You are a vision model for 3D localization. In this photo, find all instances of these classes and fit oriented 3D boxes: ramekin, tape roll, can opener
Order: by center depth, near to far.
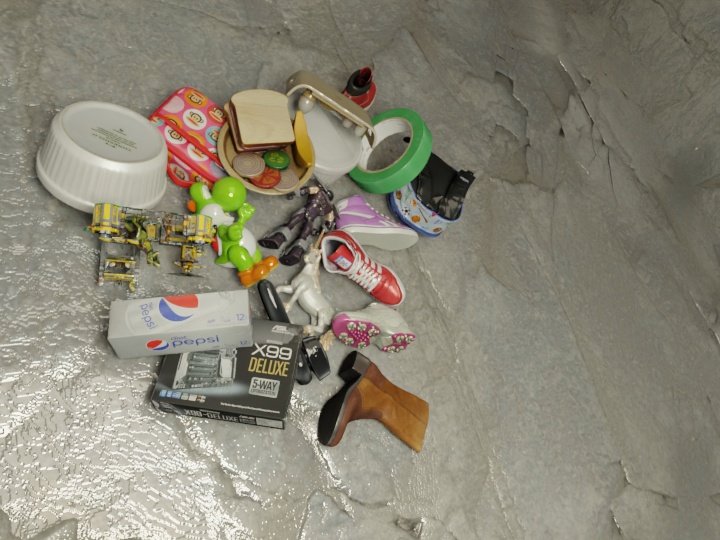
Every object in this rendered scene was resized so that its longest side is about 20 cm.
[{"bbox_3d":[-0.408,-0.189,0.909,0.201,0.094,0.203,21,38,-18],"label":"ramekin"},{"bbox_3d":[-0.126,0.106,0.960,0.078,0.063,0.201,-30,95,-24],"label":"can opener"},{"bbox_3d":[-0.103,-0.269,1.194,0.201,0.094,0.204,17,55,-25],"label":"ramekin"},{"bbox_3d":[0.061,-0.267,1.248,0.048,0.199,0.202,40,41,-47],"label":"tape roll"}]

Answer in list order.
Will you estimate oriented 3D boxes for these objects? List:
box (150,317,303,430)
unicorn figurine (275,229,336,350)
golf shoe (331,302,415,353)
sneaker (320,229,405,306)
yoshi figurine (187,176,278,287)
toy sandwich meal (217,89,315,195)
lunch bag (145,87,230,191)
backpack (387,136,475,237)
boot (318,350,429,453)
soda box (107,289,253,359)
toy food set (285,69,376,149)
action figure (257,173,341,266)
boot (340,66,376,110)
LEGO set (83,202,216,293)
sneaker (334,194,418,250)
[{"bbox_3d":[-0.197,0.149,0.863,0.198,0.050,0.159,9,55,0],"label":"box"},{"bbox_3d":[-0.096,0.047,1.030,0.137,0.073,0.201,-40,117,-40],"label":"unicorn figurine"},{"bbox_3d":[0.018,0.102,1.081,0.199,0.075,0.092,20,38,-42],"label":"golf shoe"},{"bbox_3d":[0.000,0.000,1.089,0.200,0.071,0.112,43,15,7],"label":"sneaker"},{"bbox_3d":[-0.213,-0.080,0.982,0.112,0.112,0.201,-40,100,-33],"label":"yoshi figurine"},{"bbox_3d":[-0.168,-0.237,1.028,0.203,0.070,0.207,8,65,-17],"label":"toy sandwich meal"},{"bbox_3d":[-0.303,-0.229,1.054,0.199,0.082,0.177,37,53,-12],"label":"lunch bag"},{"bbox_3d":[0.149,-0.175,1.286,0.199,0.154,0.191,27,42,-16],"label":"backpack"},{"bbox_3d":[0.030,0.272,1.009,0.200,0.068,0.189,40,40,-18],"label":"boot"},{"bbox_3d":[-0.262,0.080,0.832,0.198,0.069,0.064,-5,56,-9],"label":"soda box"},{"bbox_3d":[-0.059,-0.322,1.130,0.199,0.061,0.144,29,22,-20],"label":"toy food set"},{"bbox_3d":[-0.109,-0.105,1.104,0.130,0.069,0.201,50,54,-23],"label":"action figure"},{"bbox_3d":[0.008,-0.446,1.356,0.072,0.144,0.200,42,46,-4],"label":"boot"},{"bbox_3d":[-0.322,-0.025,0.860,0.199,0.153,0.117,6,81,-32],"label":"LEGO set"},{"bbox_3d":[0.036,-0.112,1.224,0.199,0.073,0.115,8,56,-31],"label":"sneaker"}]
